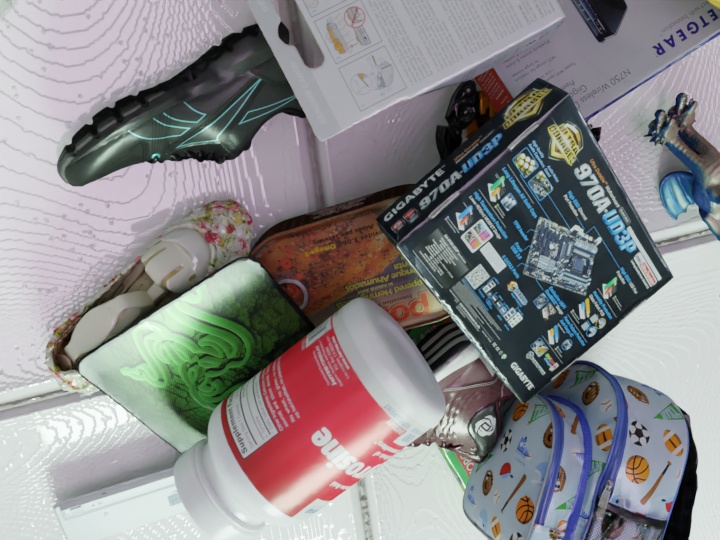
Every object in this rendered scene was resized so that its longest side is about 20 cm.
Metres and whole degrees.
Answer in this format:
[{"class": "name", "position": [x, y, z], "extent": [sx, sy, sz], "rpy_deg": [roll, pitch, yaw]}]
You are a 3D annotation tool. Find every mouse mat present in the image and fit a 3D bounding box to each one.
[{"class": "mouse mat", "position": [-0.103, 0.085, 0.728], "extent": [0.160, 0.008, 0.200], "rpy_deg": [-32, 133, 5]}]

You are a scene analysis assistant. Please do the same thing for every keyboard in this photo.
[{"class": "keyboard", "position": [-0.155, 0.187, 0.781], "extent": [0.198, 0.011, 0.057], "rpy_deg": [-15, 134, -12]}]

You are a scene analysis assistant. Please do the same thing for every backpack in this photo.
[{"class": "backpack", "position": [0.186, 0.175, 0.786], "extent": [0.153, 0.200, 0.192], "rpy_deg": [28, 86, -20]}]

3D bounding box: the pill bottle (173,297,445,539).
[{"class": "pill bottle", "position": [-0.043, 0.121, 0.703], "extent": [0.199, 0.113, 0.112], "rpy_deg": [-38, 115, 12]}]

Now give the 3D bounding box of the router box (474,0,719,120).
[{"class": "router box", "position": [0.168, -0.218, 0.720], "extent": [0.199, 0.049, 0.180], "rpy_deg": [-33, 87, -8]}]

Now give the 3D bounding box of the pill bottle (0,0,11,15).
[{"class": "pill bottle", "position": [-0.211, -0.259, 0.581], "extent": [0.114, 0.114, 0.200], "rpy_deg": [42, 90, -24]}]

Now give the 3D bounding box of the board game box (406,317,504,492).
[{"class": "board game box", "position": [0.119, 0.113, 0.851], "extent": [0.134, 0.029, 0.201], "rpy_deg": [-32, 113, -7]}]

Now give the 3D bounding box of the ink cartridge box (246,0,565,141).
[{"class": "ink cartridge box", "position": [0.023, -0.203, 0.660], "extent": [0.199, 0.057, 0.164], "rpy_deg": [-28, 87, -1]}]

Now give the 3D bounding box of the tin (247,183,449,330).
[{"class": "tin", "position": [0.000, 0.000, 0.736], "extent": [0.198, 0.042, 0.113], "rpy_deg": [-16, 110, 11]}]

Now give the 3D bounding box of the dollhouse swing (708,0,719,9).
[{"class": "dollhouse swing", "position": [0.266, -0.298, 0.704], "extent": [0.199, 0.176, 0.183], "rpy_deg": [29, 98, -24]}]

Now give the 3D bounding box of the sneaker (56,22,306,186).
[{"class": "sneaker", "position": [-0.126, -0.107, 0.677], "extent": [0.199, 0.075, 0.080], "rpy_deg": [-31, 115, -8]}]

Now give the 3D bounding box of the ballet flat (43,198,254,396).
[{"class": "ballet flat", "position": [-0.161, 0.021, 0.701], "extent": [0.076, 0.064, 0.200], "rpy_deg": [44, 88, 12]}]

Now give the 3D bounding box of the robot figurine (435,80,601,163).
[{"class": "robot figurine", "position": [0.130, -0.068, 0.772], "extent": [0.143, 0.058, 0.202], "rpy_deg": [-2, 96, -11]}]

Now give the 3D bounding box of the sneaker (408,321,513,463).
[{"class": "sneaker", "position": [0.049, 0.145, 0.788], "extent": [0.200, 0.076, 0.115], "rpy_deg": [-40, 113, 15]}]

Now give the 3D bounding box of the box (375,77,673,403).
[{"class": "box", "position": [0.128, -0.015, 0.688], "extent": [0.159, 0.046, 0.200], "rpy_deg": [-41, 123, 1]}]

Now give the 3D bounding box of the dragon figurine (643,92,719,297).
[{"class": "dragon figurine", "position": [0.319, -0.072, 0.848], "extent": [0.059, 0.099, 0.201], "rpy_deg": [-36, 133, -7]}]
